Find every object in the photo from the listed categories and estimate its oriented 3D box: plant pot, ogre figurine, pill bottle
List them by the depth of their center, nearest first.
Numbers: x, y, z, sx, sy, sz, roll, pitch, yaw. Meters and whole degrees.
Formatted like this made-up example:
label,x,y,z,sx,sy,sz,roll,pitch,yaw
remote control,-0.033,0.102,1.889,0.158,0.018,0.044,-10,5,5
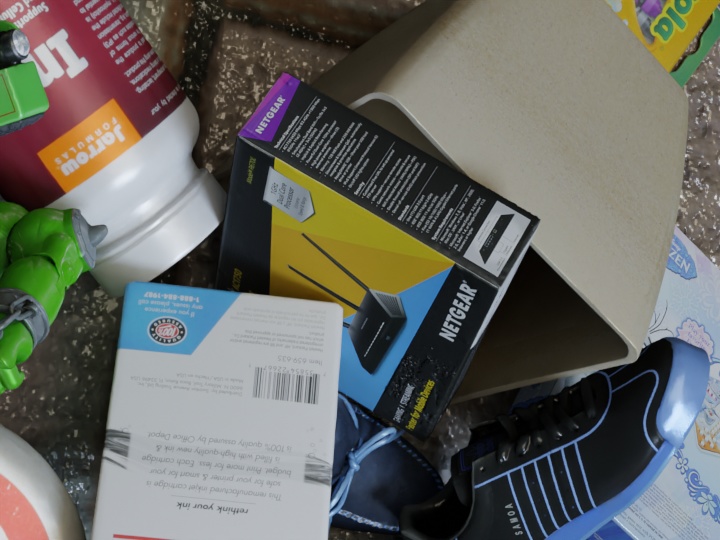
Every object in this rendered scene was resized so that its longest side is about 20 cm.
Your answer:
label,x,y,z,sx,sy,sz,roll,pitch,yaw
ogre figurine,-0.212,0.008,0.865,0.099,0.199,0.120,55,50,-14
pill bottle,-0.158,-0.090,0.916,0.113,0.113,0.201,-41,104,-19
plant pot,0.070,-0.066,0.981,0.200,0.199,0.178,44,61,-16

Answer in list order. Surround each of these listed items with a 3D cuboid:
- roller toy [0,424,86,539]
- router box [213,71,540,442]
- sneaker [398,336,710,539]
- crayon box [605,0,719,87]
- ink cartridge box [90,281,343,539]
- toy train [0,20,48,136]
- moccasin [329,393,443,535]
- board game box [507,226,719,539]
label,x,y,z,sx,sy,sz,roll,pitch,yaw
roller toy,-0.234,0.156,0.861,0.198,0.140,0.184,-13,93,-23
router box,0.000,0.000,0.912,0.148,0.200,0.051,30,62,7
sneaker,0.102,0.102,0.943,0.078,0.070,0.200,31,115,-19
crayon box,0.169,-0.208,1.097,0.200,0.051,0.126,43,73,-17
ink cartridge box,-0.074,0.114,0.867,0.115,0.067,0.202,7,62,-4
toy train,-0.242,-0.072,0.857,0.042,0.198,0.057,-38,111,-65
moccasin,-0.034,0.103,0.989,0.199,0.068,0.081,25,79,-21
board game box,0.196,0.093,1.076,0.200,0.043,0.200,43,56,-17
